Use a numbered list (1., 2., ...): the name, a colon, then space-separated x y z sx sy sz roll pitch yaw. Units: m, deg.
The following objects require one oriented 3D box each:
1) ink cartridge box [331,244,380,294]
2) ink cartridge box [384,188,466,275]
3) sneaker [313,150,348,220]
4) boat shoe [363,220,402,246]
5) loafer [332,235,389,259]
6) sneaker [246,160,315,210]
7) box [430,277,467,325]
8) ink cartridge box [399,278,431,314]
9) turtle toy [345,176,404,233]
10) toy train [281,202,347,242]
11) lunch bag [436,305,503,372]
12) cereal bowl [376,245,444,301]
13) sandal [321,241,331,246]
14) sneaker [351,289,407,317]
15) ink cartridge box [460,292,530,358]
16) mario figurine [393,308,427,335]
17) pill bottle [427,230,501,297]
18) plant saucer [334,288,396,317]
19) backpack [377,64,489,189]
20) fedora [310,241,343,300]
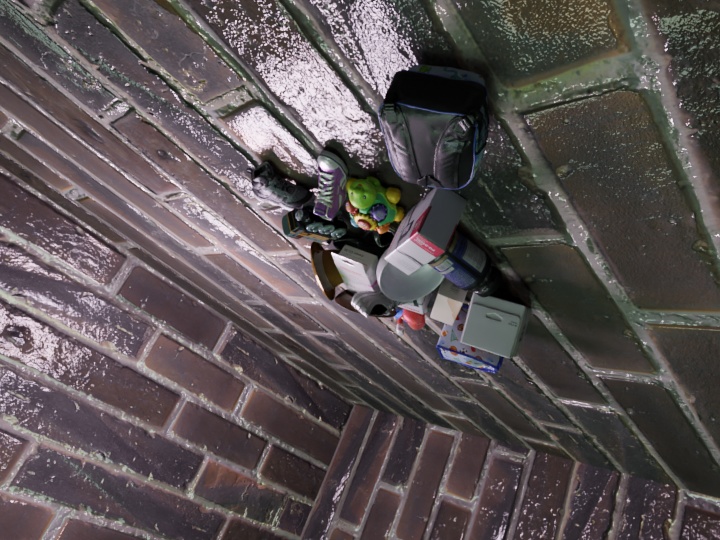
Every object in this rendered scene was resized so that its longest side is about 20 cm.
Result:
1. ink cartridge box: 0.000 0.000 1.535 0.116 0.068 0.201 20 154 28
2. ink cartridge box: 0.150 -0.092 1.267 0.083 0.146 0.200 31 156 -10
3. sneaker: -0.080 -0.198 1.322 0.072 0.115 0.201 19 155 18
4. boat shoe: 0.059 -0.100 1.454 0.071 0.068 0.199 34 158 -19
5. loafer: 0.010 -0.058 1.570 0.199 0.069 0.070 17 -164 25
6. sneaker: -0.222 -0.231 1.447 0.198 0.076 0.114 14 152 21
7. box: 0.268 0.081 1.592 0.077 0.096 0.200 20 158 10
8. ink cartridge box: 0.139 0.043 1.653 0.145 0.084 0.201 17 156 20
9. turtle toy: 0.022 -0.162 1.308 0.144 0.102 0.201 16 156 20
10. toy train: -0.124 -0.126 1.472 0.113 0.086 0.199 -24 161 31
11. lunch bag: 0.365 0.217 1.684 0.198 0.172 0.124 12 157 27
12. cereal bowl: 0.133 -0.014 1.464 0.198 0.084 0.202 -10 132 -11
13. sandal: -0.125 -0.117 1.619 0.081 0.055 0.200 23 157 5
14. sneaker: 0.071 0.098 1.519 0.082 0.198 0.075 53 140 37
15. ink cartridge box: 0.379 0.152 1.479 0.144 0.146 0.200 16 179 24
16. mario figurine: 0.173 0.165 1.797 0.105 0.125 0.200 19 178 -9
17. pill bottle: 0.262 -0.018 1.357 0.199 0.113 0.112 35 156 -20
18. plant saucer: 0.019 0.094 1.643 0.198 0.037 0.201 13 -169 -3
19. backpack: 0.139 -0.249 0.939 0.181 0.148 0.201 15 152 20
20. fedora: -0.087 -0.008 1.626 0.081 0.202 0.201 -17 144 10
